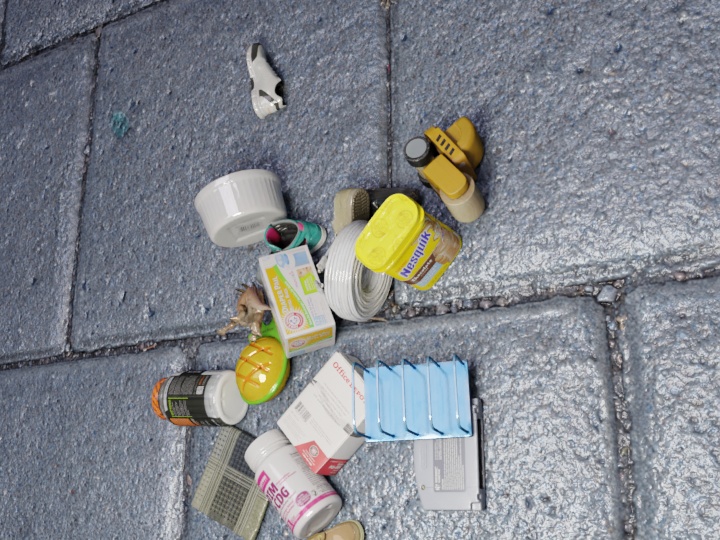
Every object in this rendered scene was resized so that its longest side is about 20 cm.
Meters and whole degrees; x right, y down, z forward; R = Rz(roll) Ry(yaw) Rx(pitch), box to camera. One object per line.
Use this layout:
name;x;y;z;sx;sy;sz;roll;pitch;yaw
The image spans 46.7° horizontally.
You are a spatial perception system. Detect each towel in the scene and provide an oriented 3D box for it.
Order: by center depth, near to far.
towel;-0.260;0.453;1.788;0.192;0.035;0.201;20;85;32

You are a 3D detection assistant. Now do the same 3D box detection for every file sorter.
file sorter;0.090;0.228;1.499;0.199;0.123;0.139;-6;71;15

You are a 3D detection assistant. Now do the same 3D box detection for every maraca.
maraca;-0.207;0.192;1.783;0.137;0.107;0.201;-18;52;30

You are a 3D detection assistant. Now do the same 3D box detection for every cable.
cable;0.000;0.000;1.648;0.069;0.200;0.201;10;60;29

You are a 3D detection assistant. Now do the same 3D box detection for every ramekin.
ramekin;-0.260;-0.132;1.858;0.200;0.200;0.098;-28;70;23

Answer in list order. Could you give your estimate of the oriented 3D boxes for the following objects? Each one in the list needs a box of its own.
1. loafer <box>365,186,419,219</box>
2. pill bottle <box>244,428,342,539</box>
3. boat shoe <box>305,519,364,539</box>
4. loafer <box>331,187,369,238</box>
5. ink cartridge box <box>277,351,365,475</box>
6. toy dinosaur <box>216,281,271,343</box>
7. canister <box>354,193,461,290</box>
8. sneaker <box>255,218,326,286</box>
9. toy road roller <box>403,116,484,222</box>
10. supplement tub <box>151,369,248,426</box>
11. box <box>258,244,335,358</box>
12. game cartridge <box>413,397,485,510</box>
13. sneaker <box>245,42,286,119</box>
loafer;0.038;-0.142;1.753;0.199;0.073;0.072;11;53;36
pill bottle;-0.138;0.420;1.656;0.113;0.113;0.200;-50;60;10
boat shoe;-0.080;0.550;1.617;0.200;0.066;0.074;-40;59;17
loafer;-0.022;-0.081;1.732;0.068;0.075;0.201;26;118;42
ink cartridge box;-0.048;0.285;1.664;0.200;0.083;0.147;-50;57;10
toy dinosaur;-0.229;0.072;1.753;0.200;0.086;0.136;-47;21;62
canister;0.097;-0.048;1.597;0.087;0.200;0.149;42;100;34
sneaker;-0.180;-0.042;1.820;0.200;0.121;0.084;-41;58;17
toy road roller;0.192;-0.208;1.636;0.146;0.123;0.200;-40;57;4
supplement tub;-0.355;0.282;1.838;0.199;0.122;0.123;-5;74;31
box;-0.133;0.065;1.747;0.112;0.101;0.201;-16;63;-11
game cartridge;0.163;0.340;1.543;0.133;0.041;0.201;-10;71;34
sneaker;-0.225;-0.463;2.014;0.080;0.074;0.201;-15;72;13
